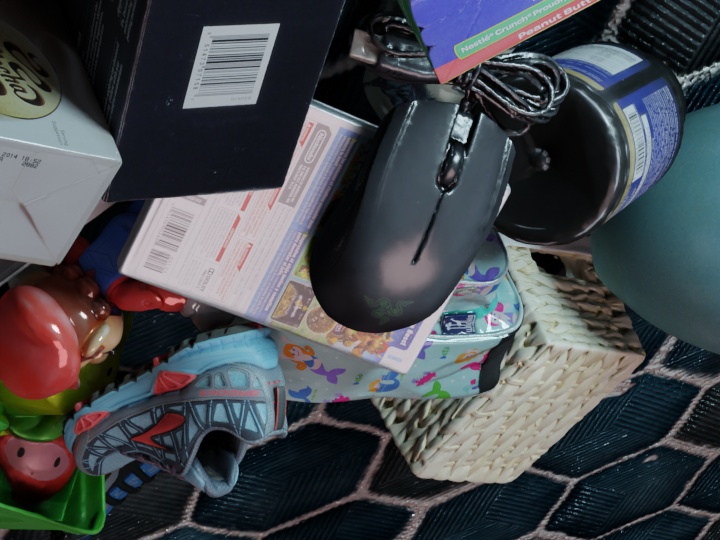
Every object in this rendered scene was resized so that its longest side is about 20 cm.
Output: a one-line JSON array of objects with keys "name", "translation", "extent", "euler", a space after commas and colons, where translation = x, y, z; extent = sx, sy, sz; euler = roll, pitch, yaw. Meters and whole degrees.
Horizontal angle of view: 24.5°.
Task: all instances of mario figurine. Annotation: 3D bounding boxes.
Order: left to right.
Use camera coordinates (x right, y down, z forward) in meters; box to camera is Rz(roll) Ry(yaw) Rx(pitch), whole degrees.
[{"name": "mario figurine", "translation": [-0.154, 0.009, 1.081], "extent": [0.200, 0.123, 0.106], "euler": [-44, 110, -12]}]

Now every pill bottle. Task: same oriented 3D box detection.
[{"name": "pill bottle", "translation": [0.149, -0.091, 1.097], "extent": [0.112, 0.112, 0.200], "euler": [-45, 172, 29]}]

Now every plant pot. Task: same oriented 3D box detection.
[{"name": "plant pot", "translation": [0.251, -0.033, 1.256], "extent": [0.135, 0.200, 0.200], "euler": [3, 155, 25]}]

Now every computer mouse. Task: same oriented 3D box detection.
[{"name": "computer mouse", "translation": [0.032, -0.042, 0.968], "extent": [0.138, 0.053, 0.200], "euler": [14, 113, -19]}]

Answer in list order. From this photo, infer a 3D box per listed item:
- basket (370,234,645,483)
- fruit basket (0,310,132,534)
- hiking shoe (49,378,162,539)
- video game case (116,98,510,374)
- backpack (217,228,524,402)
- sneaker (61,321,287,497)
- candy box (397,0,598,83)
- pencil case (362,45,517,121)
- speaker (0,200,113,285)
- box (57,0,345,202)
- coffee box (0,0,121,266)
[{"name": "basket", "translation": [0.114, 0.072, 1.347], "extent": [0.135, 0.123, 0.200], "euler": [9, 133, -40]}, {"name": "fruit basket", "translation": [-0.238, 0.091, 1.162], "extent": [0.215, 0.156, 0.216], "euler": [-4, 154, -2]}, {"name": "hiking shoe", "translation": [-0.196, 0.164, 1.333], "extent": [0.087, 0.074, 0.200], "euler": [1, 139, -31]}, {"name": "video game case", "translation": [-0.027, -0.027, 1.003], "extent": [0.200, 0.018, 0.143], "euler": [21, 110, -21]}, {"name": "backpack", "translation": [0.000, 0.000, 1.136], "extent": [0.200, 0.178, 0.151], "euler": [-6, 140, -13]}, {"name": "sneaker", "translation": [-0.123, 0.109, 1.081], "extent": [0.079, 0.096, 0.200], "euler": [-9, 163, -46]}, {"name": "candy box", "translation": [0.071, -0.222, 0.852], "extent": [0.169, 0.200, 0.077], "euler": [-26, 146, 5]}, {"name": "pencil case", "translation": [0.074, -0.165, 1.041], "extent": [0.089, 0.078, 0.200], "euler": [-28, 159, -48]}, {"name": "speaker", "translation": [-0.245, -0.026, 1.042], "extent": [0.200, 0.081, 0.081], "euler": [-34, 145, 15]}, {"name": "box", "translation": [-0.090, -0.169, 0.845], "extent": [0.104, 0.182, 0.200], "euler": [-7, 143, -25]}, {"name": "coffee box", "translation": [-0.212, -0.105, 0.844], "extent": [0.113, 0.200, 0.080], "euler": [10, 131, -38]}]
